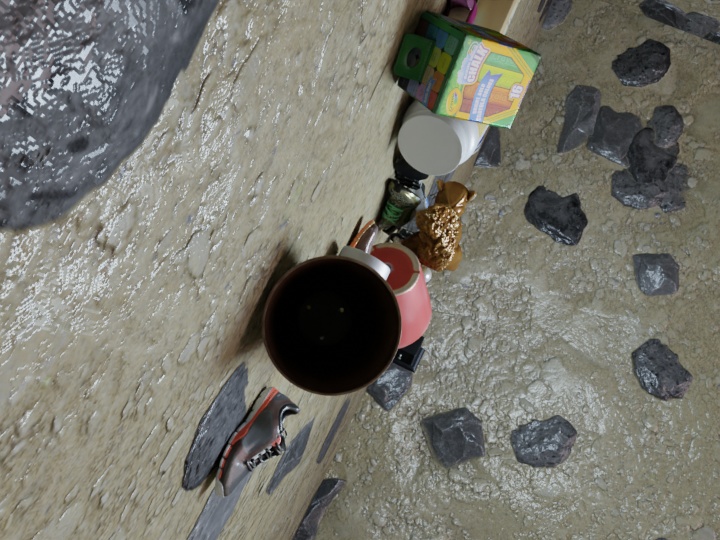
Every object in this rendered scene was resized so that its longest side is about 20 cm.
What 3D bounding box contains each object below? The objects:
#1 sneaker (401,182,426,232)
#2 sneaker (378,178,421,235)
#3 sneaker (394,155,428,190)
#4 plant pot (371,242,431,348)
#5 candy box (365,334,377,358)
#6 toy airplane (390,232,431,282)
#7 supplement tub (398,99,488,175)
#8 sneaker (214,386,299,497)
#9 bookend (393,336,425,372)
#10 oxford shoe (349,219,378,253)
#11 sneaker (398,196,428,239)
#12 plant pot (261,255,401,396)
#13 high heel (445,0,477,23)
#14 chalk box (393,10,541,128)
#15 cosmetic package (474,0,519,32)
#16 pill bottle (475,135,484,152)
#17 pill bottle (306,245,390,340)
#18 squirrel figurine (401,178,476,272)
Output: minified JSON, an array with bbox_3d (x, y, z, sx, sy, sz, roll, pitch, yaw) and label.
[{"bbox_3d":[0.150,-0.143,1.669,0.200,0.115,0.075,-54,166,-49],"label":"sneaker"},{"bbox_3d":[0.077,-0.125,1.460,0.089,0.077,0.200,-54,167,-11],"label":"sneaker"},{"bbox_3d":[0.116,-0.230,1.398,0.089,0.074,0.200,-64,-179,-3],"label":"sneaker"},{"bbox_3d":[0.060,0.045,1.492,0.201,0.200,0.177,-60,160,-30],"label":"plant pot"},{"bbox_3d":[0.018,0.125,1.116,0.102,0.026,0.200,-61,-178,-10],"label":"candy box"},{"bbox_3d":[0.117,0.009,1.803,0.199,0.141,0.200,151,-46,-74],"label":"toy airplane"},{"bbox_3d":[0.163,-0.282,1.269,0.200,0.145,0.146,-57,168,-41],"label":"supplement tub"},{"bbox_3d":[-0.165,0.287,1.120,0.200,0.082,0.077,-60,170,-29],"label":"sneaker"},{"bbox_3d":[0.117,0.216,2.194,0.092,0.200,0.199,-60,171,-28],"label":"bookend"},{"bbox_3d":[0.000,0.000,1.325,0.200,0.073,0.071,-67,170,13],"label":"oxford shoe"},{"bbox_3d":[0.155,-0.132,1.855,0.089,0.078,0.200,-56,168,-31],"label":"sneaker"},{"bbox_3d":[-0.047,0.075,1.003,0.187,0.187,0.200,-64,-175,-4],"label":"plant pot"},{"bbox_3d":[0.157,-0.391,1.171,0.200,0.067,0.096,-66,161,-12],"label":"high heel"},{"bbox_3d":[0.147,-0.309,1.041,0.200,0.124,0.125,1,123,-32],"label":"chalk box"},{"bbox_3d":[0.282,-0.543,1.435,0.200,0.071,0.105,-67,171,16],"label":"cosmetic package"},{"bbox_3d":[0.268,-0.383,1.714,0.111,0.111,0.200,-61,171,-20],"label":"pill bottle"},{"bbox_3d":[-0.033,0.066,1.189,0.200,0.114,0.114,-63,171,-10],"label":"pill bottle"},{"bbox_3d":[0.183,-0.101,1.490,0.200,0.141,0.187,-53,166,-76],"label":"squirrel figurine"}]
